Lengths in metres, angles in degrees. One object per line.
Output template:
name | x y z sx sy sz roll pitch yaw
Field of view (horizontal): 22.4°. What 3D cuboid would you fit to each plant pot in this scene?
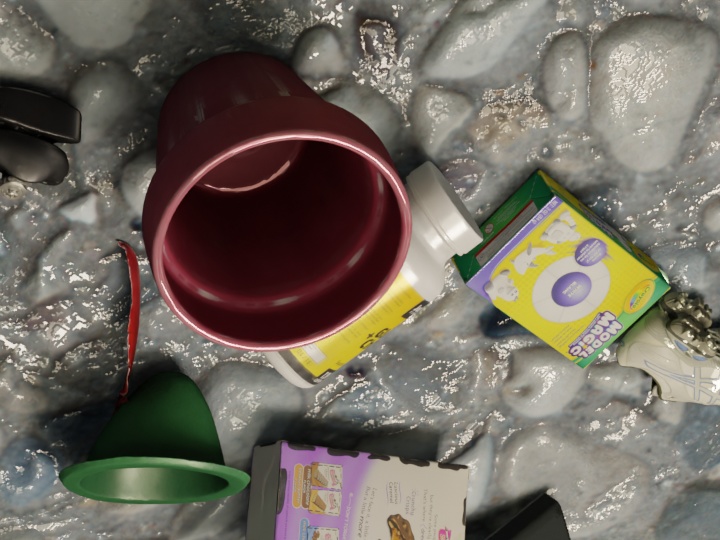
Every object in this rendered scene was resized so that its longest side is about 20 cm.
plant pot | -0.079 -0.068 1.397 0.198 0.180 0.202 -10 128 -13

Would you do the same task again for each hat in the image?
hat | -0.174 0.100 1.592 0.164 0.178 0.200 9 159 -27

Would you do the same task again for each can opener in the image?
can opener | -0.312 -0.104 1.376 0.198 0.080 0.063 9 160 -22

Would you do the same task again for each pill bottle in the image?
pill bottle | 0.000 0.000 1.518 0.199 0.112 0.112 -36 129 9

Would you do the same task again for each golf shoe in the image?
golf shoe | 0.326 0.095 1.743 0.199 0.079 0.097 35 125 -30

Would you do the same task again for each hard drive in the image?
hard drive | 0.134 0.332 1.808 0.199 0.033 0.141 -35 127 -21

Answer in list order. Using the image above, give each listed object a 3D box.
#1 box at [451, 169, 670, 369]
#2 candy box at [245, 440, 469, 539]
box | 0.189 0.008 1.634 0.117 0.049 0.199 -45 128 16
candy box | -0.003 0.254 1.670 0.198 0.170 0.071 11 166 -26
